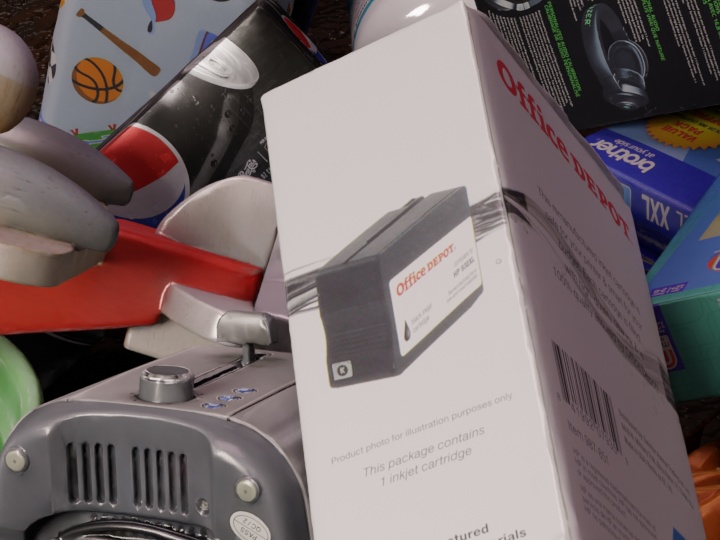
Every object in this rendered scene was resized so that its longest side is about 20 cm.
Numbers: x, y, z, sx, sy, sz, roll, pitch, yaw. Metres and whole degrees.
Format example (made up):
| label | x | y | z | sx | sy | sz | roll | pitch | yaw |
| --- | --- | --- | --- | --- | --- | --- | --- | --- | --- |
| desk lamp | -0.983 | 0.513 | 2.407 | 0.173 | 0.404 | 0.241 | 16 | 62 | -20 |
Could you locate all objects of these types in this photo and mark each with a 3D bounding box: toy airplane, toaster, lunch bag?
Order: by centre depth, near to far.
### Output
| label | x | y | z | sx | sy | sz | roll | pitch | yaw |
| --- | --- | --- | --- | --- | --- | --- | --- | --- | --- |
| toaster | -0.046 | 0.118 | 0.696 | 0.113 | 0.200 | 0.129 | 4 | 16 | 21 |
| toy airplane | -0.126 | -0.024 | 0.777 | 0.200 | 0.141 | 0.199 | 2 | 9 | 42 |
| lunch bag | -0.088 | -0.145 | 1.115 | 0.124 | 0.170 | 0.200 | 19 | 33 | -2 |

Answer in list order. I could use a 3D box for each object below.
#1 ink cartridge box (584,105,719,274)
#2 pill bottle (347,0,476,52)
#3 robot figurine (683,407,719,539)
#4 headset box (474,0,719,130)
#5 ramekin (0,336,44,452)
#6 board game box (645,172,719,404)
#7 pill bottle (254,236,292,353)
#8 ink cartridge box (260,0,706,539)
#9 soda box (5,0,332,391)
| label | x | y | z | sx | sy | sz | roll | pitch | yaw |
| --- | --- | --- | --- | --- | --- | --- | --- | --- | --- |
| ink cartridge box | 0.190 | -0.030 | 0.972 | 0.200 | 0.076 | 0.136 | -27 | 36 | -26 |
| pill bottle | 0.049 | -0.134 | 1.138 | 0.111 | 0.111 | 0.200 | -7 | 32 | 1 |
| robot figurine | 0.164 | 0.076 | 0.751 | 0.200 | 0.058 | 0.145 | -39 | 21 | -11 |
| headset box | 0.186 | -0.144 | 0.980 | 0.174 | 0.093 | 0.200 | -29 | 14 | -38 |
| ramekin | -0.215 | 0.106 | 0.816 | 0.200 | 0.098 | 0.200 | -6 | 31 | 3 |
| board game box | 0.203 | -0.026 | 0.792 | 0.152 | 0.045 | 0.200 | -13 | 20 | 36 |
| pill bottle | 0.000 | 0.000 | 0.928 | 0.112 | 0.112 | 0.200 | 6 | 34 | 23 |
| ink cartridge box | 0.044 | 0.039 | 0.671 | 0.084 | 0.145 | 0.200 | -22 | 53 | 20 |
| soda box | -0.095 | -0.035 | 0.947 | 0.200 | 0.063 | 0.071 | -42 | 9 | 8 |
